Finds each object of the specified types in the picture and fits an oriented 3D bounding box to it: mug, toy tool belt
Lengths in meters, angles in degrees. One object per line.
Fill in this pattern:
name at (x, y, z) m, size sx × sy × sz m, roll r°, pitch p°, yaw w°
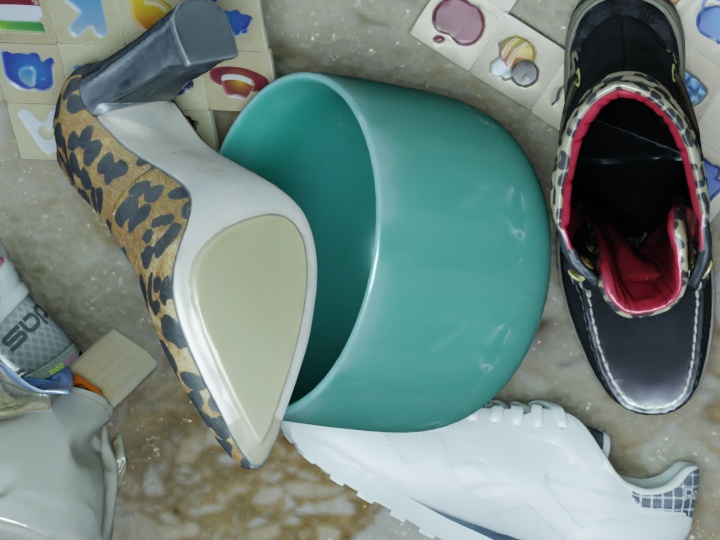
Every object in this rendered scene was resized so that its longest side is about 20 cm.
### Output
mug at (0.005, -0.009, 1.166) m, size 0.114 × 0.185 × 0.152 m, roll 8°, pitch 101°, yaw -32°
toy tool belt at (-0.193, 0.064, 1.103) m, size 0.200 × 0.123 × 0.125 m, roll 12°, pitch 149°, yaw -3°

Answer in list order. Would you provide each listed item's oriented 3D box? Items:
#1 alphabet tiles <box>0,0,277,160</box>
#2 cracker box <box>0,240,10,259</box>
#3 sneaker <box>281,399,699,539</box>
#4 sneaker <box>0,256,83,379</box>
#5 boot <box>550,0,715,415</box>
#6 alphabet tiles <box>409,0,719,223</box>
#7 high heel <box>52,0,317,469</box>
alphabet tiles at (-0.124, -0.128, 1.158) m, size 0.166 × 0.006 × 0.200 m, roll 3°, pitch 129°, yaw 15°
cracker box at (-0.233, 0.017, 1.233) m, size 0.134 × 0.058 × 0.200 m, roll -22°, pitch 104°, yaw 11°
sneaker at (0.059, 0.091, 1.230) m, size 0.200 × 0.076 × 0.081 m, roll 23°, pitch 97°, yaw -7°
sneaker at (-0.191, 0.094, 1.185) m, size 0.087 × 0.074 × 0.200 m, roll 38°, pitch 101°, yaw -3°
boot at (0.119, -0.013, 1.134) m, size 0.073 × 0.151 × 0.200 m, roll -1°, pitch 108°, yaw 6°
alphabet tiles at (0.150, -0.121, 1.180) m, size 0.200 × 0.008 × 0.167 m, roll 33°, pitch 107°, yaw -6°
high heel at (-0.082, -0.003, 1.130) m, size 0.071 × 0.143 × 0.200 m, roll -3°, pitch 77°, yaw -31°
